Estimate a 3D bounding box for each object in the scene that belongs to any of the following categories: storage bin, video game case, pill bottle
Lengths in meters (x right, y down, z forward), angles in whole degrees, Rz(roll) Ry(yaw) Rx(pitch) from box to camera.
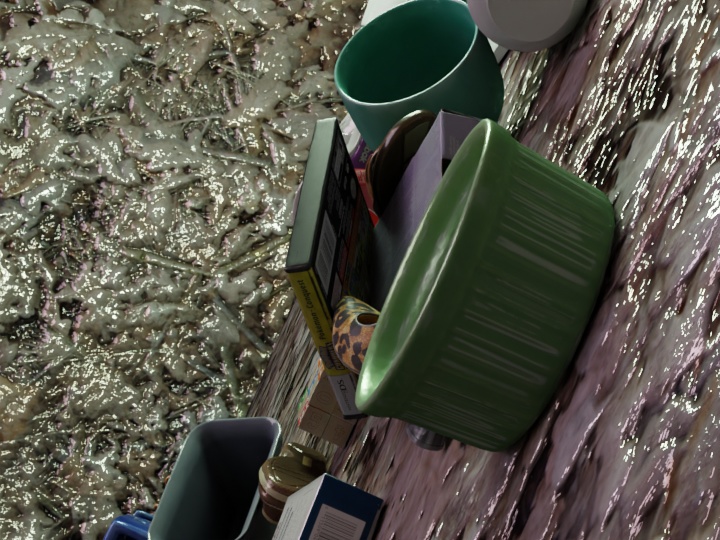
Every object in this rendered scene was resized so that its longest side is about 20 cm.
[{"bbox_3d":[-0.157,0.292,1.881,0.201,0.144,0.135,-71,-31,-48],"label":"storage bin"},{"bbox_3d":[-0.018,-0.003,1.427,0.201,0.025,0.182,-81,-22,-48],"label":"video game case"},{"bbox_3d":[0.151,-0.267,1.483,0.200,0.112,0.113,-80,15,-71],"label":"pill bottle"}]

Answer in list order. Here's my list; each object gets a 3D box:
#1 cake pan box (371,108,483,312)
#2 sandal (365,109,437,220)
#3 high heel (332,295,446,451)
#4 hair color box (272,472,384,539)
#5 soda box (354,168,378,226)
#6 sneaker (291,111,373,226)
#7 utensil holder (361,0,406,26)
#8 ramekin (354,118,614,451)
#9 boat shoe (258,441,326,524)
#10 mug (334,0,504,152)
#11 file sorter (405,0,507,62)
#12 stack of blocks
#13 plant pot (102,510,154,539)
[{"bbox_3d":[0.059,-0.010,1.386,0.201,0.052,0.186,119,155,-52],"label":"cake pan box"},{"bbox_3d":[0.039,-0.092,1.509,0.081,0.055,0.200,-33,-22,-10],"label":"sandal"},{"bbox_3d":[0.043,0.029,1.261,0.200,0.071,0.144,50,125,52],"label":"high heel"},{"bbox_3d":[-0.041,0.248,1.431,0.200,0.060,0.101,131,162,-72],"label":"hair color box"},{"bbox_3d":[0.000,0.000,1.597,0.070,0.063,0.202,122,139,-55],"label":"soda box"},{"bbox_3d":[-0.004,-0.118,1.729,0.201,0.075,0.100,-55,4,-2],"label":"sneaker"},{"bbox_3d":[0.109,-0.407,2.263,0.170,0.168,0.202,-108,40,-82],"label":"utensil holder"},{"bbox_3d":[0.081,0.016,1.021,0.200,0.097,0.202,-156,90,-85],"label":"ramekin"},{"bbox_3d":[-0.077,0.248,1.777,0.202,0.074,0.076,-19,-49,-81],"label":"boat shoe"},{"bbox_3d":[0.076,-0.183,1.572,0.185,0.115,0.152,-39,41,-11],"label":"mug"},{"bbox_3d":[0.128,-0.320,1.893,0.200,0.123,0.140,126,166,-65],"label":"file sorter"},{"bbox_3d":[-0.004,0.083,1.799,0.115,0.058,0.202,-96,30,-80],"label":"stack of blocks"},{"bbox_3d":[-0.287,0.463,2.297,0.180,0.198,0.202,-37,-29,-86],"label":"plant pot"}]
